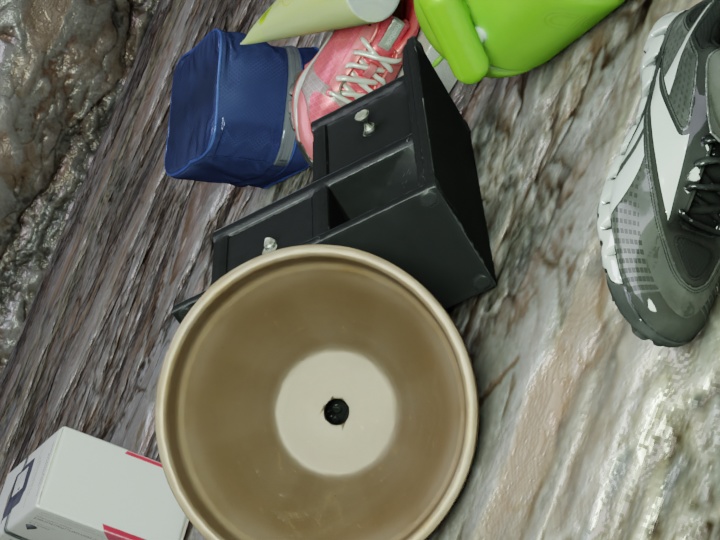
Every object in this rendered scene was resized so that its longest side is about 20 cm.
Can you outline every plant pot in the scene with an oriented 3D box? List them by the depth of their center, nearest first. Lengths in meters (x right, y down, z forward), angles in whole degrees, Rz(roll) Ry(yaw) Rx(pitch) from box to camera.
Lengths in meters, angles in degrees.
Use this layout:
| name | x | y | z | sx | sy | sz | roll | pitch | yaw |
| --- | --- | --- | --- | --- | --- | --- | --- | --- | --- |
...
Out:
| name | x | y | z | sx | sy | sz | roll | pitch | yaw |
| --- | --- | --- | --- | --- | --- | --- | --- | --- | --- |
| plant pot | -0.022 | 0.089 | 0.912 | 0.093 | 0.199 | 0.203 | 37 | -104 | -81 |

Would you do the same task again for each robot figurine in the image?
| name | x | y | z | sx | sy | sz | roll | pitch | yaw |
| --- | --- | --- | --- | --- | --- | --- | --- | --- | --- |
| robot figurine | 0.109 | -0.200 | 0.957 | 0.176 | 0.115 | 0.200 | -57 | 11 | -27 |

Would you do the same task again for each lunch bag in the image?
| name | x | y | z | sx | sy | sz | roll | pitch | yaw |
| --- | --- | --- | --- | --- | --- | --- | --- | --- | --- |
| lunch bag | -0.117 | -0.159 | 1.511 | 0.200 | 0.131 | 0.138 | 168 | 108 | -66 |

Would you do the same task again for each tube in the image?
| name | x | y | z | sx | sy | sz | roll | pitch | yaw |
| --- | --- | --- | --- | --- | --- | --- | --- | --- | --- |
| tube | -0.036 | -0.217 | 1.176 | 0.200 | 0.057 | 0.053 | 8 | 101 | 64 |

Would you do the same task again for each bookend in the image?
| name | x | y | z | sx | sy | sz | roll | pitch | yaw |
| --- | --- | --- | --- | --- | --- | --- | --- | --- | --- |
| bookend | -0.019 | -0.040 | 1.024 | 0.197 | 0.092 | 0.201 | -25 | 34 | 16 |

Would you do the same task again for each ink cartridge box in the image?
| name | x | y | z | sx | sy | sz | roll | pitch | yaw |
| --- | --- | --- | --- | --- | --- | --- | --- | --- | --- |
| ink cartridge box | -0.264 | 0.235 | 1.414 | 0.200 | 0.144 | 0.085 | -36 | 35 | 56 |

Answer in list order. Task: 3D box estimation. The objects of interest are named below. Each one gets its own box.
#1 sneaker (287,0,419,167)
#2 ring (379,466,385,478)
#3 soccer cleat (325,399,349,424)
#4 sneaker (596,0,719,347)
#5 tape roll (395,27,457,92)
| name | x | y | z | sx | sy | sz | roll | pitch | yaw |
| --- | --- | --- | --- | --- | --- | --- | --- | --- | --- |
| sneaker | 0.001 | -0.175 | 1.177 | 0.087 | 0.073 | 0.202 | -16 | 53 | 64 |
| ring | -0.013 | 0.146 | 1.031 | 0.201 | 0.019 | 0.201 | -55 | 22 | 34 |
| soccer cleat | -0.057 | 0.124 | 1.053 | 0.200 | 0.068 | 0.074 | -53 | 18 | 42 |
| sneaker | 0.169 | -0.062 | 0.707 | 0.090 | 0.066 | 0.202 | -38 | 31 | 58 |
| tape roll | 0.050 | -0.203 | 1.248 | 0.203 | 0.037 | 0.204 | -52 | 24 | 34 |
